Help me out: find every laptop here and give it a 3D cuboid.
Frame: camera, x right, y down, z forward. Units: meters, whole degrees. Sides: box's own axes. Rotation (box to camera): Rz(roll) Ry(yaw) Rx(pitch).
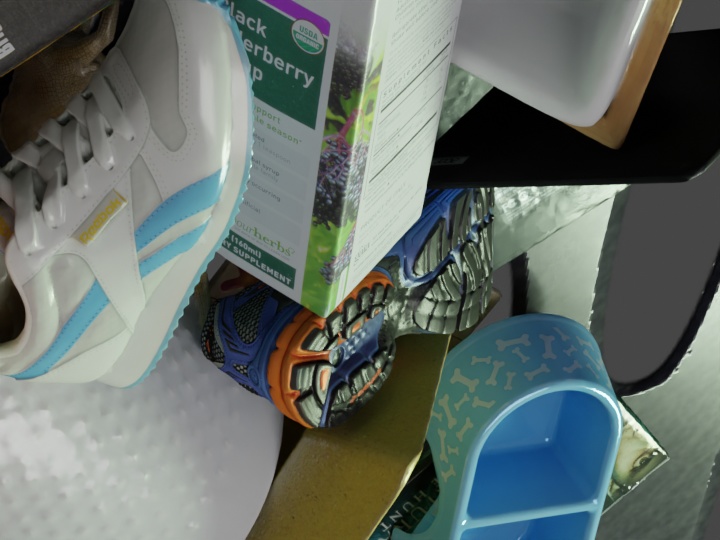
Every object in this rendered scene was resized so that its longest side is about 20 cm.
[{"bbox_3d":[0.153,-0.053,1.041,0.200,0.177,0.104,24,75,-41],"label":"laptop"}]

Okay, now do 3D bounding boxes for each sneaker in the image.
[{"bbox_3d":[-0.101,-0.031,0.906,0.080,0.077,0.201,1,129,-31],"label":"sneaker"},{"bbox_3d":[0.000,0.000,1.062,0.200,0.078,0.076,-32,131,-50],"label":"sneaker"}]

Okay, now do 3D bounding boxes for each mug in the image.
[{"bbox_3d":[-0.153,0.085,1.042,0.175,0.147,0.201,26,73,-37],"label":"mug"}]

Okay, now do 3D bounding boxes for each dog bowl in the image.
[{"bbox_3d":[0.083,0.119,1.252,0.111,0.050,0.201,-6,127,-23],"label":"dog bowl"}]

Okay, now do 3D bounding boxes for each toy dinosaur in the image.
[{"bbox_3d":[-0.106,-0.071,1.019,0.101,0.058,0.200,-40,110,4],"label":"toy dinosaur"}]

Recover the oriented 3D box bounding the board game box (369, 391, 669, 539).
[{"bbox_3d":[0.068,0.133,1.309,0.200,0.028,0.135,-41,133,6],"label":"board game box"}]

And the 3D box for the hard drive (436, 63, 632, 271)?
[{"bbox_3d":[0.074,-0.099,1.122,0.139,0.033,0.200,-32,135,-3],"label":"hard drive"}]

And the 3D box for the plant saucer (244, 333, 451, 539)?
[{"bbox_3d":[-0.026,0.102,1.126,0.048,0.200,0.200,29,118,-6],"label":"plant saucer"}]

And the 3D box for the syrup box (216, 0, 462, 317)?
[{"bbox_3d":[-0.014,-0.085,0.934,0.081,0.079,0.200,-46,158,-36],"label":"syrup box"}]

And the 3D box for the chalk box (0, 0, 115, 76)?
[{"bbox_3d":[-0.183,-0.144,0.880,0.200,0.124,0.125,-32,136,-1],"label":"chalk box"}]

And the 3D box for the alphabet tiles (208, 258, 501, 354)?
[{"bbox_3d":[-0.040,0.061,1.203,0.167,0.008,0.200,24,111,-42],"label":"alphabet tiles"}]

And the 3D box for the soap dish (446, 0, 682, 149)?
[{"bbox_3d":[0.057,-0.167,0.957,0.081,0.200,0.158,-31,147,-54],"label":"soap dish"}]
